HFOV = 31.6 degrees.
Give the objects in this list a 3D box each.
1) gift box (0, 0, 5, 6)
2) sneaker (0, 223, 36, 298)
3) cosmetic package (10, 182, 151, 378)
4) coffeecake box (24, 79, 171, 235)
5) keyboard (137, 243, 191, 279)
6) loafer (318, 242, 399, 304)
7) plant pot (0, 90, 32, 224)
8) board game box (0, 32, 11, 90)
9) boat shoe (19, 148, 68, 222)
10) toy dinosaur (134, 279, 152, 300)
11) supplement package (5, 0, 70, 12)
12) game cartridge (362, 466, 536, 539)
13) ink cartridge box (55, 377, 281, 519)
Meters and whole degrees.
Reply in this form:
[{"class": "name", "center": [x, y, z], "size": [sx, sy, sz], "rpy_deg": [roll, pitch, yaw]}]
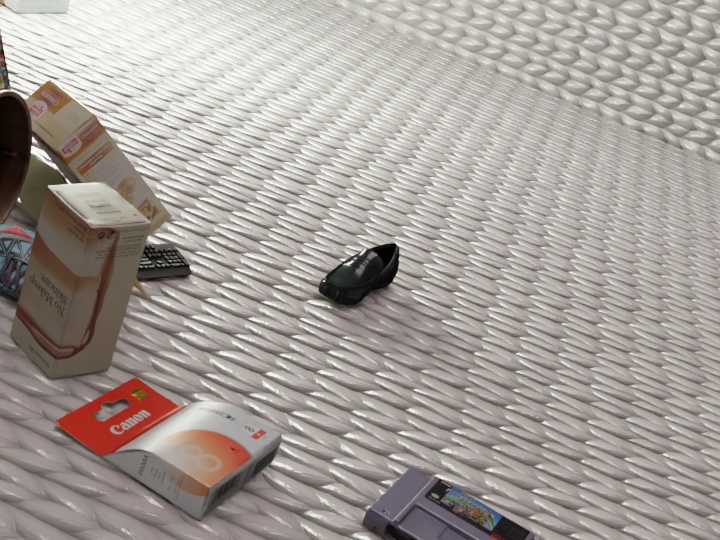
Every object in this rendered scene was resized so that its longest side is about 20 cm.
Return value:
[{"class": "gift box", "center": [-0.727, -0.448, 2.147], "size": [0.184, 0.201, 0.187], "rpy_deg": [29, 40, 8]}, {"class": "sneaker", "center": [-0.398, 0.004, 1.570], "size": [0.199, 0.080, 0.096], "rpy_deg": [11, 27, -22]}, {"class": "cosmetic package", "center": [-0.324, 0.011, 1.463], "size": [0.103, 0.201, 0.087], "rpy_deg": [36, 28, 34]}, {"class": "coffeecake box", "center": [-0.366, -0.145, 1.737], "size": [0.153, 0.073, 0.200], "rpy_deg": [37, -15, 46]}, {"class": "keyboard", "center": [-0.337, -0.025, 1.758], "size": [0.199, 0.021, 0.127], "rpy_deg": [-4, 34, -47]}, {"class": "loafer", "center": [0.000, 0.000, 1.926], "size": [0.068, 0.071, 0.200], "rpy_deg": [30, 25, 20]}, {"class": "plant pot", "center": [-0.550, -0.153, 1.600], "size": [0.197, 0.202, 0.200], "rpy_deg": [16, 22, 9]}, {"class": "board game box", "center": [-0.623, -0.371, 2.059], "size": [0.023, 0.202, 0.105], "rpy_deg": [-2, 11, 32]}, {"class": "boat shoe", "center": [-0.458, -0.120, 1.807], "size": [0.200, 0.071, 0.063], "rpy_deg": [43, -8, 29]}, {"class": "toy dinosaur", "center": [-0.357, -0.035, 1.674], "size": [0.200, 0.058, 0.101], "rpy_deg": [40, 29, 23]}, {"class": "supplement package", "center": [-0.689, -0.658, 2.599], "size": [0.191, 0.201, 0.147], "rpy_deg": [31, 25, 24]}, {"class": "game cartridge", "center": [0.114, 0.298, 1.428], "size": [0.199, 0.039, 0.130], "rpy_deg": [28, 28, 16]}, {"class": "ink cartridge box", "center": [-0.207, 0.175, 1.400], "size": [0.199, 0.050, 0.162], "rpy_deg": [32, 25, 15]}]
